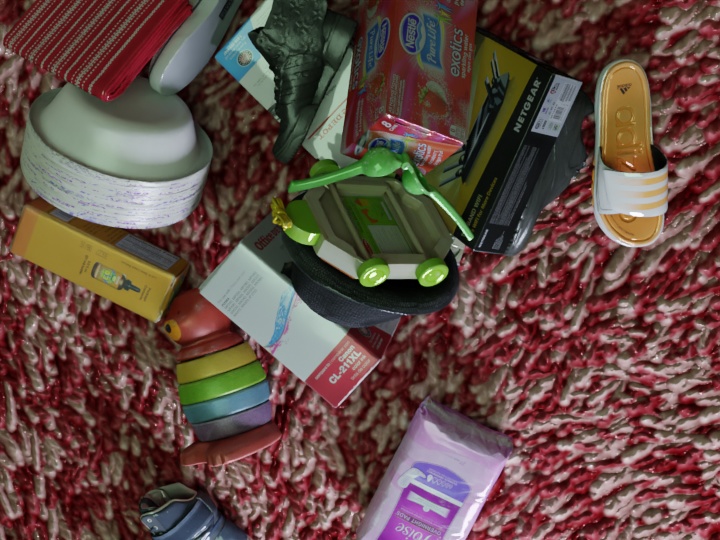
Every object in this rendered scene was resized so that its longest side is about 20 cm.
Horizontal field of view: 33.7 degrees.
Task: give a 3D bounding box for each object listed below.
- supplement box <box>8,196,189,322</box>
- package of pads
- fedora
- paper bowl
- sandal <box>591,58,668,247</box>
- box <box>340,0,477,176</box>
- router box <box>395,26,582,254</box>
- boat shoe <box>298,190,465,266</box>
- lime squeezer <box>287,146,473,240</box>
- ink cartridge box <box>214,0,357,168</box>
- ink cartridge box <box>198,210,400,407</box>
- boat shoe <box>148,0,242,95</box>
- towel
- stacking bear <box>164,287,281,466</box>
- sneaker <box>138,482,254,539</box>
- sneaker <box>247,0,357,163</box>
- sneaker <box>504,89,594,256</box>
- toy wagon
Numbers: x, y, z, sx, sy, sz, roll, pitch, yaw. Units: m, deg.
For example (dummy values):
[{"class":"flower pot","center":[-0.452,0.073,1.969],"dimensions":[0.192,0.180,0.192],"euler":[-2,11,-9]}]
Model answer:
[{"class":"supplement box","center":[-0.308,-0.016,1.409],"dimensions":[0.200,0.069,0.067],"euler":[27,109,3]},{"class":"package of pads","center":[0.087,0.260,1.411],"dimensions":[0.120,0.076,0.200],"euler":[27,108,5]},{"class":"fedora","center":[0.000,0.000,1.257],"dimensions":[0.200,0.201,0.092],"euler":[30,129,1]},{"class":"paper bowl","center":[-0.259,-0.142,1.286],"dimensions":[0.200,0.201,0.105],"euler":[22,121,3]},{"class":"sandal","center":[0.287,-0.118,1.266],"dimensions":[0.079,0.059,0.207],"euler":[-11,107,-4]},{"class":"box","center":[0.051,-0.208,1.208],"dimensions":[0.095,0.201,0.100],"euler":[18,154,-23]},{"class":"router box","center":[0.126,-0.141,1.256],"dimensions":[0.157,0.052,0.200],"euler":[40,115,43]},{"class":"boat shoe","center":[0.025,-0.054,1.346],"dimensions":[0.200,0.072,0.062],"euler":[25,91,-6]},{"class":"lime squeezer","center":[0.035,-0.081,1.168],"dimensions":[0.199,0.038,0.071],"euler":[14,105,-18]},{"class":"ink cartridge box","center":[-0.045,-0.207,1.306],"dimensions":[0.200,0.068,0.116],"euler":[45,107,-3]},{"class":"ink cartridge box","center":[-0.065,0.039,1.337],"dimensions":[0.200,0.146,0.083],"euler":[41,111,-3]},{"class":"boat shoe","center":[-0.182,-0.286,1.289],"dimensions":[0.066,0.072,0.200],"euler":[29,90,16]},{"class":"towel","center":[-0.284,-0.264,1.275],"dimensions":[0.200,0.022,0.145],"euler":[29,76,36]},{"class":"stacking bear","center":[-0.173,0.117,1.402],"dimensions":[0.121,0.113,0.201],"euler":[-14,94,56]},{"class":"sneaker","center":[-0.250,0.357,1.490],"dimensions":[0.202,0.077,0.146],"euler":[-40,107,8]},{"class":"sneaker","center":[-0.075,-0.221,1.238],"dimensions":[0.104,0.060,0.200],"euler":[26,102,-7]},{"class":"sneaker","center":[0.199,-0.107,1.281],"dimensions":[0.091,0.076,0.201],"euler":[9,107,-32]},{"class":"toy wagon","center":[-0.004,-0.048,1.200],"dimensions":[0.199,0.155,0.040],"euler":[-1,137,-30]}]
